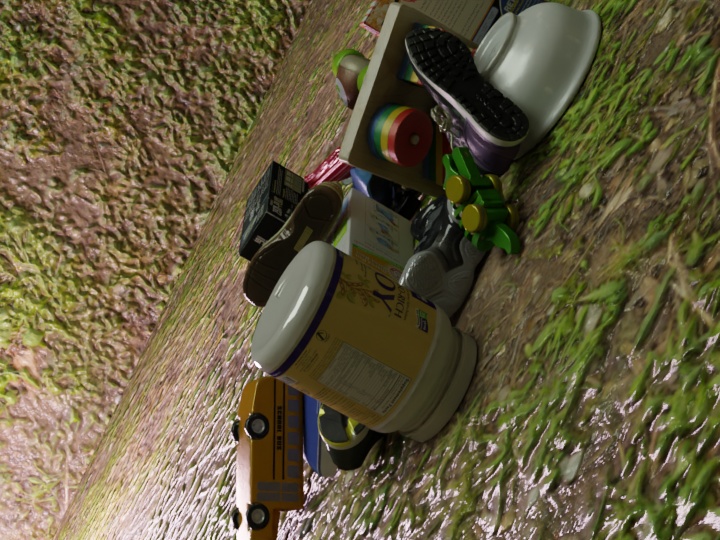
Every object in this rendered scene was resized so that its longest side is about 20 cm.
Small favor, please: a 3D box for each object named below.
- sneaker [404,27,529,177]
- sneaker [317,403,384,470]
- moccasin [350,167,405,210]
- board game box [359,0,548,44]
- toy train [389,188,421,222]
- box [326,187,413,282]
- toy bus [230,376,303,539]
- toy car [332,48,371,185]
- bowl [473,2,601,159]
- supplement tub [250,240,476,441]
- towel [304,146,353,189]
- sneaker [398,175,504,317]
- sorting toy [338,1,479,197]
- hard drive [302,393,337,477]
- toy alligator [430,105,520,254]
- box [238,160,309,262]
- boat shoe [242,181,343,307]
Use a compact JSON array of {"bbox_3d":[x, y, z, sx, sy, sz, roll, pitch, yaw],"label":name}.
[{"bbox_3d":[0.105,-0.187,1.471,0.201,0.075,0.088,55,149,27],"label":"sneaker"},{"bbox_3d":[0.007,0.137,1.451,0.200,0.074,0.085,-54,-26,-40],"label":"sneaker"},{"bbox_3d":[0.032,-0.113,1.817,0.068,0.081,0.200,-35,-7,-6],"label":"moccasin"},{"bbox_3d":[0.121,-0.336,1.692,0.152,0.199,0.046,-59,10,3],"label":"board game box"},{"bbox_3d":[0.093,-0.141,1.757,0.201,0.034,0.046,-59,18,10],"label":"toy train"},{"bbox_3d":[0.000,0.000,1.676,0.113,0.101,0.200,-54,16,24],"label":"box"},{"bbox_3d":[-0.114,0.234,1.589,0.065,0.078,0.202,151,120,-63],"label":"toy bus"},{"bbox_3d":[0.015,-0.216,1.975,0.202,0.157,0.164,-69,23,12],"label":"toy car"},{"bbox_3d":[0.186,-0.237,1.512,0.202,0.090,0.202,-56,15,23],"label":"bowl"},{"bbox_3d":[0.004,0.076,1.323,0.146,0.199,0.146,-54,16,24],"label":"supplement tub"},{"bbox_3d":[0.029,-0.168,1.806,0.199,0.023,0.144,-21,-6,-28],"label":"towel"},{"bbox_3d":[0.087,-0.013,1.470,0.201,0.075,0.114,-58,13,-13],"label":"sneaker"},{"bbox_3d":[0.090,-0.198,1.590,0.069,0.199,0.200,22,95,41],"label":"sorting toy"},{"bbox_3d":[-0.061,0.168,1.614,0.200,0.025,0.133,-158,70,-75],"label":"hard drive"},{"bbox_3d":[0.114,-0.087,1.401,0.054,0.059,0.201,-53,53,41],"label":"toy alligator"},{"bbox_3d":[-0.092,-0.059,1.980,0.086,0.163,0.200,-54,17,22],"label":"box"},{"bbox_3d":[-0.081,-0.035,1.710,0.200,0.072,0.076,-49,3,24],"label":"boat shoe"}]
